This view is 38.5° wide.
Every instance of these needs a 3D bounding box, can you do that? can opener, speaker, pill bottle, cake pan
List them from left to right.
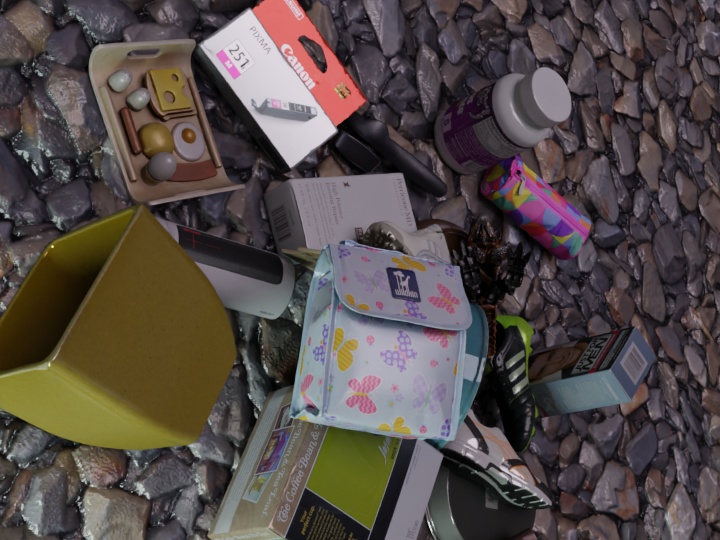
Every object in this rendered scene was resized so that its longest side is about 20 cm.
[{"bbox_3d":[-0.180,-0.002,1.217,0.199,0.081,0.082,18,65,-33],"label":"speaker"},{"bbox_3d":[0.047,-0.165,1.481,0.199,0.079,0.064,29,20,-33],"label":"can opener"},{"bbox_3d":[0.171,0.312,1.426,0.199,0.037,0.202,14,67,-35],"label":"cake pan"},{"bbox_3d":[0.211,-0.224,1.530,0.112,0.200,0.113,14,67,-35],"label":"pill bottle"}]

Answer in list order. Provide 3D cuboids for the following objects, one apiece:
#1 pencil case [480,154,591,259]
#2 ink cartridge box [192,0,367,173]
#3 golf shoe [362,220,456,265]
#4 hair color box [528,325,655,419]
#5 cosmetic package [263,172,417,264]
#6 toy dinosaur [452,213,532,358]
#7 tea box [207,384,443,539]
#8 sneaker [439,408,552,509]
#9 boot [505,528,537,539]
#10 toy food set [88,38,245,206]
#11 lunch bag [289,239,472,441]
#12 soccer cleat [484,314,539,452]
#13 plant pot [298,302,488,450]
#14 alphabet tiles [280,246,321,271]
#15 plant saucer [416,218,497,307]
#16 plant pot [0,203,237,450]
[{"bbox_3d":[0.276,-0.100,1.621,0.200,0.088,0.089,36,56,-26],"label":"pencil case"},{"bbox_3d":[-0.096,-0.259,1.366,0.173,0.043,0.200,-42,103,-22],"label":"ink cartridge box"},{"bbox_3d":[0.070,-0.029,1.368,0.200,0.078,0.098,46,59,-51],"label":"golf shoe"},{"bbox_3d":[0.314,0.151,1.488,0.061,0.200,0.099,53,50,-12],"label":"hair color box"},{"bbox_3d":[-0.022,-0.070,1.373,0.199,0.074,0.102,-10,82,-40],"label":"cosmetic package"},{"bbox_3d":[0.182,0.014,1.440,0.102,0.136,0.201,-19,72,-9],"label":"toy dinosaur"},{"bbox_3d":[-0.037,0.262,1.208,0.197,0.133,0.201,40,54,-23],"label":"tea box"},{"bbox_3d":[0.191,0.257,1.388,0.200,0.074,0.080,38,53,-24],"label":"sneaker"},{"bbox_3d":[0.182,0.451,1.337,0.165,0.072,0.201,-11,86,-25],"label":"boot"},{"bbox_3d":[-0.230,-0.181,1.247,0.143,0.060,0.201,-16,86,-41],"label":"toy food set"},{"bbox_3d":[0.025,0.075,1.131,0.169,0.127,0.201,14,76,-20],"label":"lunch bag"},{"bbox_3d":[0.207,0.158,1.464,0.081,0.068,0.201,12,63,-20],"label":"soccer cleat"},{"bbox_3d":[0.029,0.105,1.290,0.187,0.200,0.201,21,62,-15],"label":"plant pot"},{"bbox_3d":[0.000,0.000,1.279,0.200,0.165,0.006,35,65,-70],"label":"alphabet tiles"},{"bbox_3d":[0.134,0.018,1.500,0.199,0.032,0.202,13,69,-35],"label":"plant saucer"},{"bbox_3d":[-0.245,0.083,1.067,0.200,0.195,0.195,43,53,-28],"label":"plant pot"}]
